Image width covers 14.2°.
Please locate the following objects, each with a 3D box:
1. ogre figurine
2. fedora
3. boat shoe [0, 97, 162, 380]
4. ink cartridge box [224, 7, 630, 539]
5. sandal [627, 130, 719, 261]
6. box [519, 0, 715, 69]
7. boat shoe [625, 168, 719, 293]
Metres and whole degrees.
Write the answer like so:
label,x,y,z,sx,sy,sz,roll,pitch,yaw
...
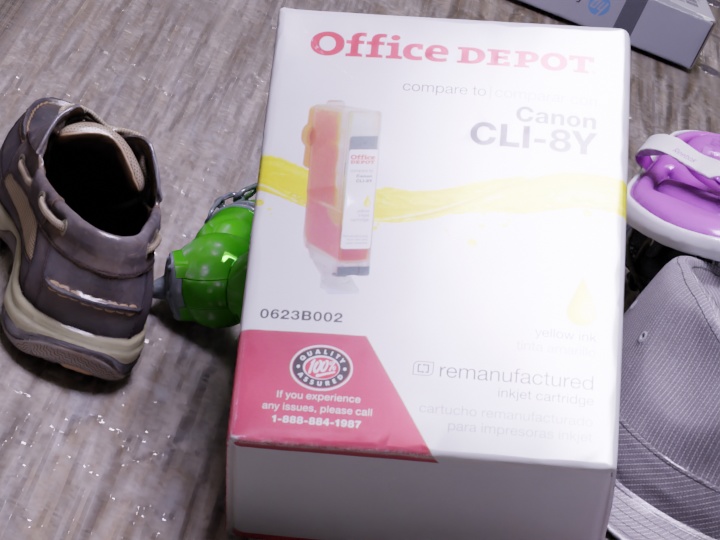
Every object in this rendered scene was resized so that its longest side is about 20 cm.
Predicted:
label,x,y,z,sx,sy,sz,roll,pitch,yaw
ogre figurine,0.000,0.000,1.238,0.200,0.098,0.120,27,31,26
fedora,0.171,0.058,1.301,0.176,0.090,0.200,23,23,-5
boat shoe,-0.112,-0.029,1.221,0.074,0.073,0.200,17,24,-20
ink cartridge box,0.028,0.003,1.116,0.145,0.084,0.201,4,58,2
sandal,0.170,-0.049,1.427,0.082,0.050,0.203,9,16,1
box,0.128,-0.211,1.913,0.199,0.041,0.156,21,23,-13
boat shoe,0.164,-0.010,1.486,0.066,0.070,0.200,7,26,2
